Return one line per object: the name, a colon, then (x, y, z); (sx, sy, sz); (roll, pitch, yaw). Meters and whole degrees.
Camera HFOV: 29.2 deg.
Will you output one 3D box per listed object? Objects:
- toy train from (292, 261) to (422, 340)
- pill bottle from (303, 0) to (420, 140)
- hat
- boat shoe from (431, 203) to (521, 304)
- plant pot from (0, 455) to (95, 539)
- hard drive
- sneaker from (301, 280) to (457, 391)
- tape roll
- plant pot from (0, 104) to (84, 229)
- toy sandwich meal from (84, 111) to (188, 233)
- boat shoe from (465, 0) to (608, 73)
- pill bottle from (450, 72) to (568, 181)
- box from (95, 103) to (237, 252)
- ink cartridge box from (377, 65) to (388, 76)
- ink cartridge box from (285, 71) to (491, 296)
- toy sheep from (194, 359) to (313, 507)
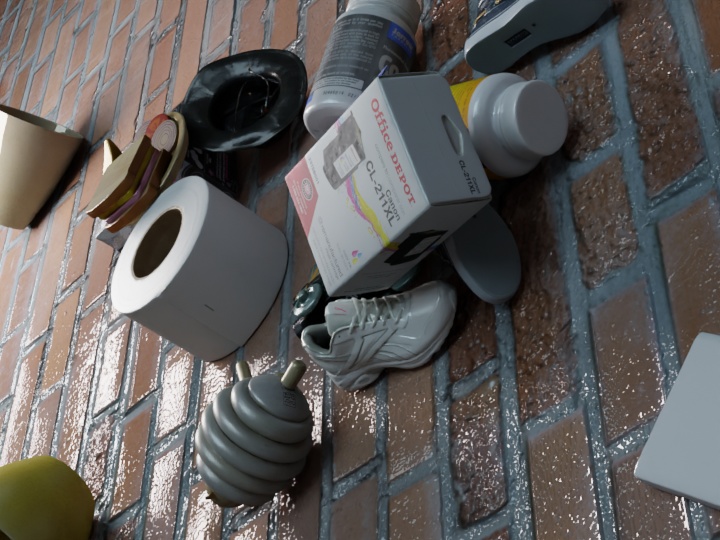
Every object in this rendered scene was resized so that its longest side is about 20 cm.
toy train: (0.000, 0.000, 1.550); (0.200, 0.085, 0.114); (-43, 19, 27)
pill bottle: (0.007, -0.257, 1.739); (0.113, 0.113, 0.201); (-15, 50, 48)
hat: (-0.155, -0.224, 1.961); (0.199, 0.081, 0.202); (-11, 56, 17)
boat shoe: (0.095, -0.038, 1.428); (0.201, 0.070, 0.091); (62, 153, 22)
plant pot: (-0.423, 0.323, 1.772); (0.199, 0.201, 0.142); (-16, 24, 48)
hard drive: (0.307, 0.123, 1.039); (0.200, 0.026, 0.133); (12, 72, 58)
sneaker: (0.013, 0.060, 1.447); (0.199, 0.099, 0.078); (-33, 38, 35)
tape roll: (-0.209, -0.002, 1.788); (0.202, 0.139, 0.204); (-36, 35, 31)
plant pot: (-0.634, -0.185, 2.555); (0.187, 0.186, 0.201); (34, 104, 60)
toy sandwich meal: (-0.315, -0.143, 1.910); (0.205, 0.070, 0.206); (-37, 36, 33)
boat shoe: (0.195, -0.302, 1.539); (0.200, 0.071, 0.091); (-24, 45, 44)
pill bottle: (0.125, -0.148, 1.473); (0.199, 0.109, 0.110); (-7, 56, 53)
box: (-0.282, -0.117, 2.024); (0.200, 0.114, 0.133); (-40, 35, 28)
ink cartridge box: (-0.002, -0.132, 1.590); (0.119, 0.042, 0.201); (166, 126, -86)
ink cartridge box: (0.023, -0.084, 1.375); (0.200, 0.082, 0.147); (-42, 63, 49)
toy sheep: (-0.113, 0.176, 1.494); (0.201, 0.137, 0.138); (-64, 26, 23)
